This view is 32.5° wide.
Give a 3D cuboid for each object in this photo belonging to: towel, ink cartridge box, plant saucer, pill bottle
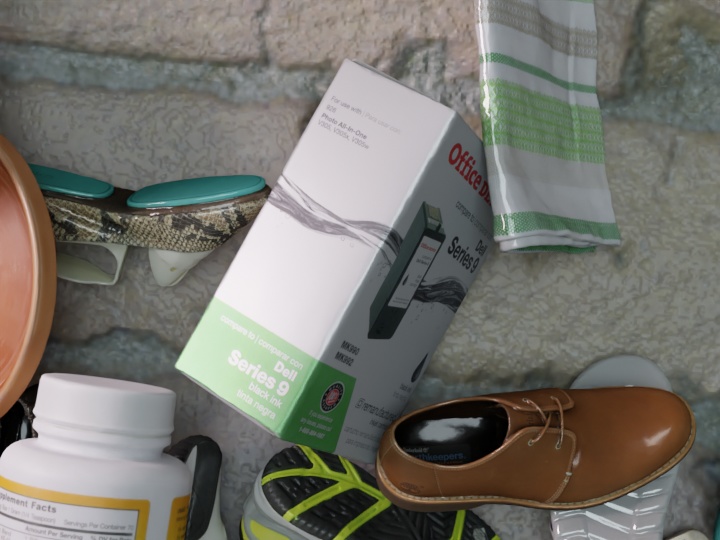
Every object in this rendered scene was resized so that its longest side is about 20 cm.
[{"bbox_3d":[0.114,-0.112,0.741,0.030,0.149,0.203,-5,88,31],"label":"towel"},{"bbox_3d":[0.000,0.000,0.725,0.083,0.146,0.202,28,89,26],"label":"ink cartridge box"},{"bbox_3d":[-0.260,0.004,0.760,0.198,0.032,0.203,-1,88,31],"label":"plant saucer"},{"bbox_3d":[-0.154,0.163,0.689,0.108,0.109,0.203,8,87,1],"label":"pill bottle"}]

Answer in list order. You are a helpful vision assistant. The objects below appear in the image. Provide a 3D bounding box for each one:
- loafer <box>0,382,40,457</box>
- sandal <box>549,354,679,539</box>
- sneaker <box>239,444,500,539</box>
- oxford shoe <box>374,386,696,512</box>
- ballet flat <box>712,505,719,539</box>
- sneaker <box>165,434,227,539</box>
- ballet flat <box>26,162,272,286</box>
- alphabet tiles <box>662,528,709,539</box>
[{"bbox_3d":[-0.213,0.164,0.759,0.072,0.071,0.203,0,81,30],"label":"loafer"},{"bbox_3d":[0.154,0.154,0.770,0.081,0.050,0.205,5,70,10],"label":"sandal"},{"bbox_3d":[0.016,0.179,0.771,0.199,0.076,0.077,32,132,-9],"label":"sneaker"},{"bbox_3d":[0.108,0.100,0.729,0.197,0.072,0.072,-9,61,-6],"label":"oxford shoe"},{"bbox_3d":[0.282,0.091,0.764,0.072,0.073,0.202,20,86,2],"label":"ballet flat"},{"bbox_3d":[-0.101,0.205,0.773,0.079,0.074,0.203,7,88,-19],"label":"sneaker"},{"bbox_3d":[-0.151,-0.027,0.785,0.197,0.068,0.076,3,109,7],"label":"ballet flat"},{"bbox_3d":[0.199,0.276,0.782,0.198,0.015,0.198,-24,90,0],"label":"alphabet tiles"}]
